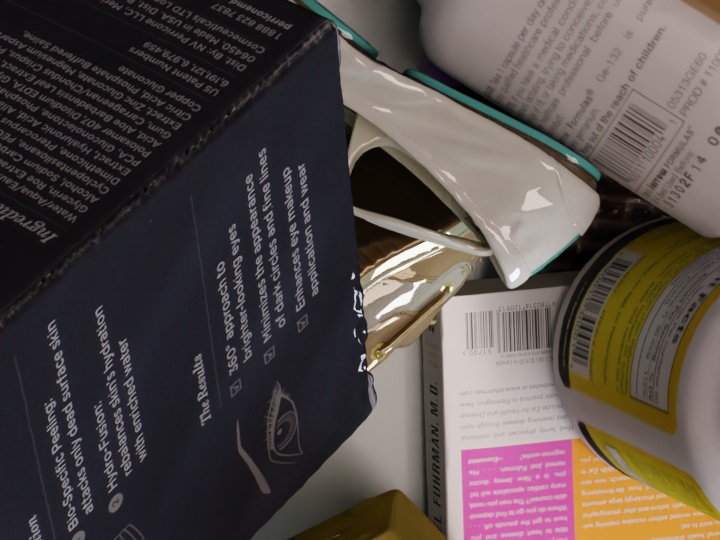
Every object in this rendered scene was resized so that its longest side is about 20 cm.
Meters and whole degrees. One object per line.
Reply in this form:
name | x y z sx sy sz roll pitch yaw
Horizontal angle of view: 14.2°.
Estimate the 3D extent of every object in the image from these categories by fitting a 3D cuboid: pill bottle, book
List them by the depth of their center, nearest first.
pill bottle | 0.085 -0.110 1.108 0.200 0.114 0.115 32 90 1
pill bottle | 0.159 0.044 1.109 0.114 0.200 0.115 -2 98 -16
book | 0.094 0.101 1.222 0.133 0.048 0.201 -5 102 -17

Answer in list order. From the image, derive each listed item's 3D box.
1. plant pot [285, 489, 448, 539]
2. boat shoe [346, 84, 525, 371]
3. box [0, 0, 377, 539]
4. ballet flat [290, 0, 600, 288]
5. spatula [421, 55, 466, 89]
plant pot | -0.009 0.198 1.121 0.199 0.200 0.177 -26 91 4
boat shoe | 0.000 0.000 1.157 0.200 0.074 0.066 -36 141 -12
box | -0.103 0.021 0.974 0.200 0.117 0.197 -45 147 -31
ballet flat | -0.003 -0.060 1.102 0.200 0.069 0.070 33 90 7
spatula | 0.119 -0.057 1.206 0.200 0.021 0.057 28 107 -25
